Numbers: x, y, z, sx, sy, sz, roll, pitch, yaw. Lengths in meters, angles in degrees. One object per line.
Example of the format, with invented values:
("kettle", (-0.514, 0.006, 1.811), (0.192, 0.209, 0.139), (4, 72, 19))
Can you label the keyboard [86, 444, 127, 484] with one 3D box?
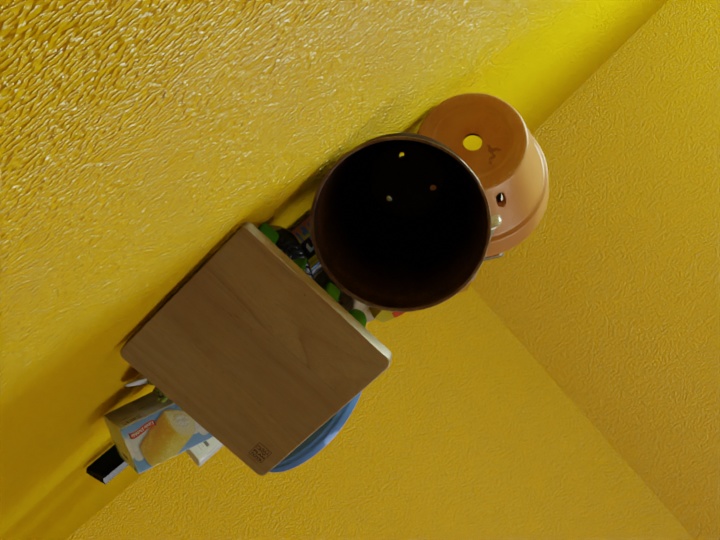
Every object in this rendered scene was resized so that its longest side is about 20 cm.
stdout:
("keyboard", (-0.362, 0.293, 1.923), (0.200, 0.021, 0.127), (-41, -152, -28))

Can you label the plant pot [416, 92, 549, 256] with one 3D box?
("plant pot", (0.144, -0.135, 1.448), (0.200, 0.200, 0.140), (-41, 159, -10))

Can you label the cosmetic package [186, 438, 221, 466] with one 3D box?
("cosmetic package", (-0.270, 0.261, 2.166), (0.200, 0.123, 0.199), (-39, 176, -15))

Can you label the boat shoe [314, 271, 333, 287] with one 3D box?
("boat shoe", (-0.038, -0.021, 1.551), (0.200, 0.075, 0.062), (-33, -173, -6))

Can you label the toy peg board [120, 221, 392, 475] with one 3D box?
("toy peg board", (-0.100, 0.069, 1.166), (0.199, 0.200, 0.098), (-43, -169, 22))

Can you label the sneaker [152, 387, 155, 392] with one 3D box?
("sneaker", (-0.218, 0.144, 1.598), (0.199, 0.083, 0.071), (-40, -179, -18))

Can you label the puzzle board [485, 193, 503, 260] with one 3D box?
("puzzle board", (0.107, -0.071, 1.559), (0.199, 0.151, 0.017), (-13, 154, 35))

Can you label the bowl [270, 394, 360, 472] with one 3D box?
("bowl", (-0.078, 0.152, 1.394), (0.200, 0.039, 0.201), (-34, -148, 25))

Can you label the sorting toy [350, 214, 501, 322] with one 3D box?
("sorting toy", (0.078, 0.010, 1.405), (0.185, 0.037, 0.200), (-21, 162, -16))

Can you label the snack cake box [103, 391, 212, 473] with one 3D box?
("snack cake box", (-0.229, 0.186, 1.503), (0.199, 0.067, 0.115), (-25, -169, -20))

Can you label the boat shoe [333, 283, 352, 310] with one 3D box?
("boat shoe", (0.000, 0.000, 1.470), (0.071, 0.065, 0.200), (-40, 178, -43))

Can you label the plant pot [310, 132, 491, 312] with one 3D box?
("plant pot", (0.047, -0.076, 1.253), (0.187, 0.187, 0.200), (-42, -169, 15))

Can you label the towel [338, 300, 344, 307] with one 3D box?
("towel", (-0.130, 0.076, 1.417), (0.146, 0.030, 0.200), (-21, 171, 35))

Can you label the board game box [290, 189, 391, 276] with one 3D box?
("board game box", (-0.062, -0.029, 1.423), (0.200, 0.057, 0.165), (-41, 179, -13))

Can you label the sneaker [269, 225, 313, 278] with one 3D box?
("sneaker", (-0.089, 0.025, 1.270), (0.075, 0.077, 0.200), (-18, 133, -8))

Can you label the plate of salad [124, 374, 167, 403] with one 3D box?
("plate of salad", (-0.191, 0.127, 1.401), (0.199, 0.048, 0.200), (-13, 174, -1))
